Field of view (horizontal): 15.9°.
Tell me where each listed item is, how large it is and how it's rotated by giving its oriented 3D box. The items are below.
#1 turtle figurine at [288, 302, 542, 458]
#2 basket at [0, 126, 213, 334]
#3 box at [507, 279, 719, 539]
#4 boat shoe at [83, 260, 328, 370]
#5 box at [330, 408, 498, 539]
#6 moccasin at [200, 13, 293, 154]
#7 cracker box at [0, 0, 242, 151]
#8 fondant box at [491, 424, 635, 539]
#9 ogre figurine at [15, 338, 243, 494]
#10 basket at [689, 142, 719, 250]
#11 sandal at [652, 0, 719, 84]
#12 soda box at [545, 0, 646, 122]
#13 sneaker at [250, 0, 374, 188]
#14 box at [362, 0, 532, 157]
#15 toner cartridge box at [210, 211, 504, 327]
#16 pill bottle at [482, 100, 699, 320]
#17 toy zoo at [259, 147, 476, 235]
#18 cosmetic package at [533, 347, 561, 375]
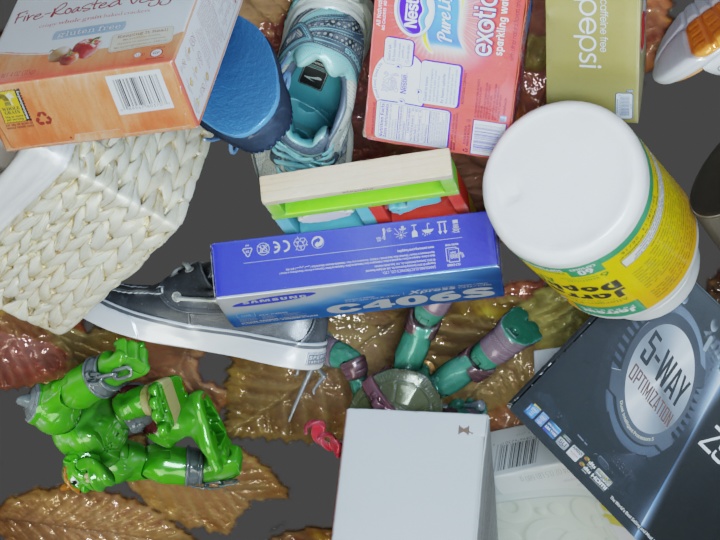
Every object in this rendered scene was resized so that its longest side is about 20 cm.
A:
[{"bbox_3d":[0.037,0.087,1.926,0.150,0.101,0.200,29,123,-19],"label":"turtle figurine"},{"bbox_3d":[-0.203,-0.060,1.801,0.123,0.136,0.200,30,140,-18],"label":"basket"},{"bbox_3d":[0.228,0.110,1.813,0.160,0.200,0.044,-45,157,4],"label":"box"},{"bbox_3d":[-0.118,0.023,1.922,0.200,0.072,0.068,11,99,20],"label":"boat shoe"},{"bbox_3d":[0.041,0.216,1.890,0.106,0.152,0.200,2,145,7],"label":"box"},{"bbox_3d":[-0.087,-0.133,1.713,0.080,0.200,0.068,-34,130,1],"label":"moccasin"},{"bbox_3d":[-0.154,-0.165,1.671,0.134,0.200,0.058,-7,128,17],"label":"cracker box"},{"bbox_3d":[0.178,0.204,2.020,0.144,0.058,0.200,-14,127,23],"label":"fondant box"},{"bbox_3d":[-0.181,0.120,1.998,0.120,0.098,0.200,-13,166,20],"label":"ogre figurine"},{"bbox_3d":[0.330,-0.014,1.753,0.200,0.136,0.180,42,119,-18],"label":"basket"},{"bbox_3d":[0.277,-0.169,1.659,0.059,0.079,0.207,42,124,-20],"label":"sandal"},{"bbox_3d":[0.154,-0.195,1.670,0.064,0.068,0.200,4,132,9],"label":"soda box"},{"bbox_3d":[-0.042,-0.101,1.780,0.077,0.086,0.200,12,132,1],"label":"sneaker"},{"bbox_3d":[0.062,-0.182,1.682,0.102,0.095,0.200,8,132,5],"label":"box"},{"bbox_3d":[0.000,0.000,1.815,0.200,0.043,0.095,-7,165,4],"label":"toner cartridge box"},{"bbox_3d":[0.164,-0.031,1.738,0.113,0.113,0.200,-9,161,19],"label":"pill bottle"},{"bbox_3d":[0.012,-0.040,1.798,0.131,0.021,0.200,-8,165,8],"label":"toy zoo"},{"bbox_3d":[0.234,0.083,1.888,0.200,0.051,0.083,-8,158,18],"label":"cosmetic package"}]
